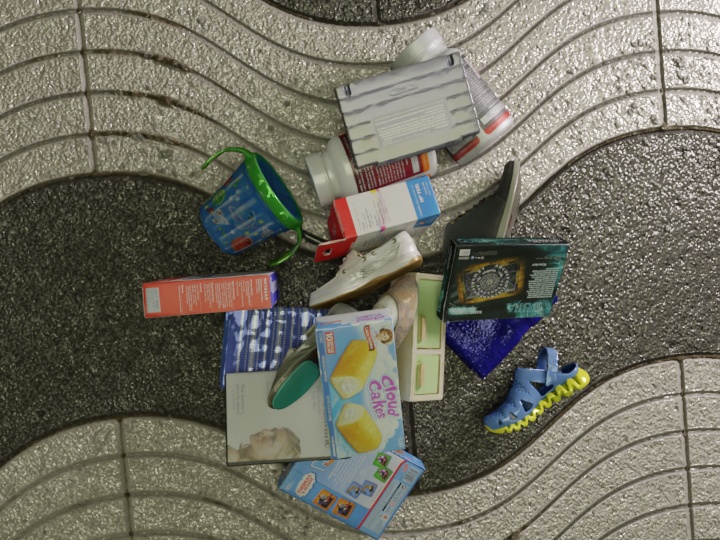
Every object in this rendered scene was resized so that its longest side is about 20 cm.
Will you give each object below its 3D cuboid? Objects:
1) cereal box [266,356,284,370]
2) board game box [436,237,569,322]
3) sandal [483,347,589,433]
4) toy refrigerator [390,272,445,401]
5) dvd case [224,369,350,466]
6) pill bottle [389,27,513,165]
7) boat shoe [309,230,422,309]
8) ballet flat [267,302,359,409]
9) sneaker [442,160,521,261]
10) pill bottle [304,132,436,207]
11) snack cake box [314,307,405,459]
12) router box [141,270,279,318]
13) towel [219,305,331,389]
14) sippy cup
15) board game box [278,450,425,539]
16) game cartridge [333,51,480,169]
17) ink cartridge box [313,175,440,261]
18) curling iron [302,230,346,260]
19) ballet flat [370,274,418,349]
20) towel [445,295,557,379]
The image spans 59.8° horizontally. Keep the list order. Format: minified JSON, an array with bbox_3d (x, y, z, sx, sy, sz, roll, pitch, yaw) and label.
[{"bbox_3d":[-0.042,0.185,1.059,0.198,0.040,0.146,-21,92,-2],"label":"cereal box"},{"bbox_3d":[0.225,0.014,0.995,0.197,0.028,0.137,-1,117,-17],"label":"board game box"},{"bbox_3d":[0.287,0.202,1.068,0.199,0.079,0.088,-33,90,-11],"label":"sandal"},{"bbox_3d":[0.094,0.107,1.023,0.075,0.070,0.203,7,86,-38],"label":"toy refrigerator"},{"bbox_3d":[-0.116,0.230,0.993,0.197,0.018,0.145,-4,79,0],"label":"dvd case"},{"bbox_3d":[0.146,-0.283,1.019,0.116,0.116,0.201,-39,94,-2],"label":"pill bottle"},{"bbox_3d":[0.000,0.000,1.001,0.198,0.071,0.070,-26,77,12],"label":"boat shoe"},{"bbox_3d":[-0.078,0.131,0.981,0.200,0.064,0.068,-44,139,-11],"label":"ballet flat"},{"bbox_3d":[0.204,-0.100,1.051,0.105,0.075,0.202,12,74,22],"label":"sneaker"},{"bbox_3d":[0.015,-0.176,1.014,0.198,0.113,0.114,-20,93,-4],"label":"pill bottle"},{"bbox_3d":[-0.001,0.166,0.927,0.113,0.067,0.203,-7,101,-3],"label":"snack cake box"},{"bbox_3d":[-0.219,0.033,0.963,0.177,0.200,0.050,-4,92,-5],"label":"router box"},{"bbox_3d":[-0.130,0.129,1.029,0.197,0.024,0.147,3,77,3],"label":"towel"},{"bbox_3d":[-0.181,-0.096,1.002,0.129,0.140,0.179,-32,69,8],"label":"sippy cup"},{"bbox_3d":[-0.015,0.341,1.046,0.199,0.037,0.152,32,96,-14],"label":"board game box"},{"bbox_3d":[0.071,-0.238,0.944,0.197,0.038,0.131,-16,97,-3],"label":"game cartridge"},{"bbox_3d":[0.015,-0.079,1.000,0.197,0.116,0.068,-15,80,-11],"label":"ink cartridge box"},{"bbox_3d":[-0.008,-0.028,1.062,0.198,0.026,0.050,19,88,-5],"label":"curling iron"},{"bbox_3d":[0.033,0.100,0.983,0.067,0.068,0.202,7,107,-42],"label":"ballet flat"},{"bbox_3d":[0.228,0.067,1.069,0.148,0.050,0.200,44,89,-3],"label":"towel"}]
